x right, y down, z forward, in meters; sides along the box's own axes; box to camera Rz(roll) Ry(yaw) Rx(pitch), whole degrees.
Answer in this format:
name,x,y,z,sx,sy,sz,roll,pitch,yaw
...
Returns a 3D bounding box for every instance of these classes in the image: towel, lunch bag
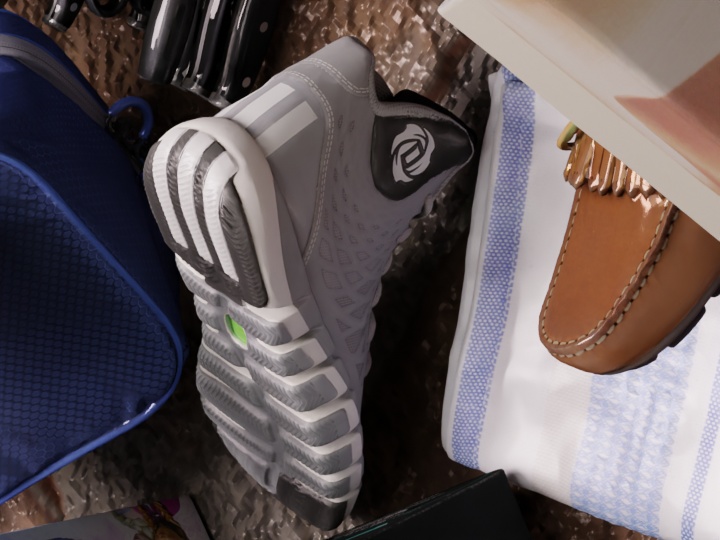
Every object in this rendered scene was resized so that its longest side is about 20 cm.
name,x,y,z,sx,sy,sz,roll,pitch,yaw
towel,0.113,0.021,0.889,0.200,0.024,0.147,18,106,36
lunch bag,-0.157,-0.001,0.999,0.200,0.136,0.132,-30,31,10

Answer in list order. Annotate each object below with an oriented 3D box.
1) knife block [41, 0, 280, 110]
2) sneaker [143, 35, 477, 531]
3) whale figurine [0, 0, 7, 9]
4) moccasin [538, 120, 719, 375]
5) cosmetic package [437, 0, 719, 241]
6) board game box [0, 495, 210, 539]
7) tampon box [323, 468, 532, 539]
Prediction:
name,x,y,z,sx,sy,sz,roll,pitch,yaw
knife block,-0.041,-0.159,0.972,0.200,0.064,0.176,-27,78,37
sneaker,0.000,0.000,0.943,0.075,0.115,0.200,36,154,30
whale figurine,-0.176,-0.186,1.031,0.104,0.159,0.200,1,74,-3
moccasin,0.094,-0.067,0.829,0.074,0.078,0.201,30,100,61
cosmetic package,0.133,-0.052,0.746,0.200,0.087,0.103,37,83,-7
board game box,-0.183,0.159,1.028,0.200,0.200,0.041,-38,71,36
tampon box,-0.035,0.169,0.899,0.150,0.200,0.126,-25,86,38
